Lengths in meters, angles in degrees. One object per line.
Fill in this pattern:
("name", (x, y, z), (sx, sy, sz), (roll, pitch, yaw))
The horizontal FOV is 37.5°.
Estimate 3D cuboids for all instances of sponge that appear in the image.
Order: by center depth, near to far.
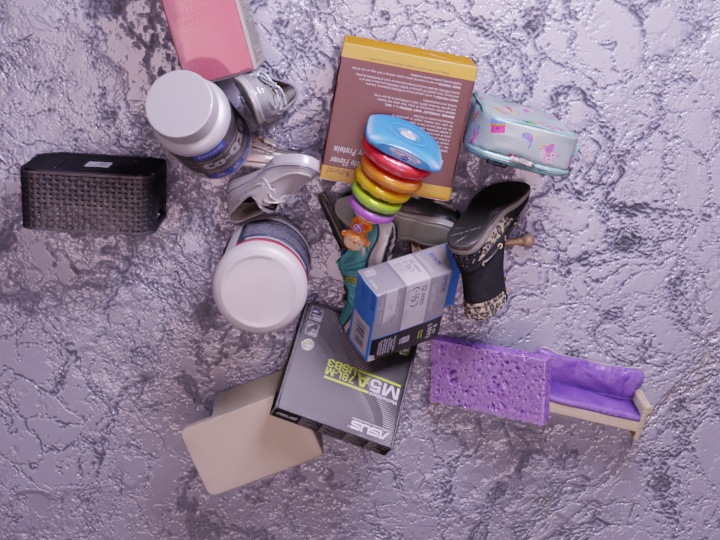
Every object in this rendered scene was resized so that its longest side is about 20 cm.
("sponge", (0.208, 0.176, 1.710), (0.200, 0.030, 0.112), (9, 108, 28))

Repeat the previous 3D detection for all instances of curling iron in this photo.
("curling iron", (-0.029, -0.029, 1.695), (0.049, 0.026, 0.200), (-18, 106, 3))

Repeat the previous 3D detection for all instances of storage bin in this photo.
("storage bin", (-0.402, -0.119, 1.610), (0.199, 0.135, 0.094), (2, 107, -1))

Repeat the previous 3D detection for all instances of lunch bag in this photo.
("lunch bag", (0.232, -0.197, 1.552), (0.160, 0.200, 0.077), (16, 109, -7))

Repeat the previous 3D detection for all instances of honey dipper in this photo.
("honey dipper", (0.179, -0.040, 1.691), (0.199, 0.038, 0.038), (-6, 107, -3))

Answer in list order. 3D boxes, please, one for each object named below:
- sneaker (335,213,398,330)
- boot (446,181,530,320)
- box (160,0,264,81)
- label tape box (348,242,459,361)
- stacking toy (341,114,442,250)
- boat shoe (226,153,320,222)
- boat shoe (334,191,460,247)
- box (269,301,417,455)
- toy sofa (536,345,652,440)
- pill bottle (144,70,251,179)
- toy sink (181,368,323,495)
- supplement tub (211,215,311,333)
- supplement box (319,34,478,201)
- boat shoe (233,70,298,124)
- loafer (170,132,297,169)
("sneaker", (0.000, 0.000, 1.658), (0.079, 0.078, 0.200), (23, 115, 14))
("boot", (0.205, -0.034, 1.636), (0.073, 0.204, 0.154), (11, 129, 34))
("box", (-0.220, -0.381, 1.533), (0.109, 0.128, 0.201), (-13, 106, 5))
("label tape box", (0.086, 0.044, 1.631), (0.200, 0.066, 0.144), (-16, 137, -25))
("stacking toy", (0.024, -0.109, 1.503), (0.116, 0.110, 0.200), (24, 117, -9))
("boat shoe", (-0.132, -0.118, 1.596), (0.073, 0.200, 0.066), (19, 65, -33))
("boat shoe", (0.060, -0.088, 1.662), (0.199, 0.060, 0.076), (17, 135, -5))
("box", (-0.024, 0.170, 1.682), (0.200, 0.194, 0.048), (22, 147, -8))
("toy sofa", (0.371, 0.200, 1.737), (0.199, 0.083, 0.098), (13, 108, -4))
("pill bottle", (-0.229, -0.206, 1.503), (0.113, 0.200, 0.114), (-1, 81, 7))
("toy sink", (-0.176, 0.261, 1.743), (0.200, 0.112, 0.131), (-22, 106, 2))
("supplement tub", (-0.146, 0.000, 1.613), (0.140, 0.200, 0.141), (0, 108, 0))
("supplement box", (0.053, -0.229, 1.577), (0.197, 0.133, 0.201), (10, 107, -3))
("boat shoe", (-0.133, -0.255, 1.536), (0.065, 0.202, 0.075), (-29, 89, 6))
("loafer", (-0.192, -0.192, 1.626), (0.199, 0.072, 0.063), (5, 100, 2))
